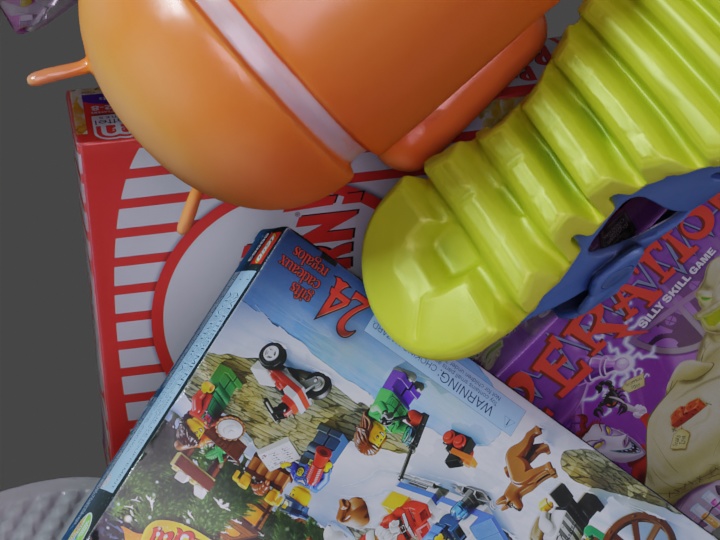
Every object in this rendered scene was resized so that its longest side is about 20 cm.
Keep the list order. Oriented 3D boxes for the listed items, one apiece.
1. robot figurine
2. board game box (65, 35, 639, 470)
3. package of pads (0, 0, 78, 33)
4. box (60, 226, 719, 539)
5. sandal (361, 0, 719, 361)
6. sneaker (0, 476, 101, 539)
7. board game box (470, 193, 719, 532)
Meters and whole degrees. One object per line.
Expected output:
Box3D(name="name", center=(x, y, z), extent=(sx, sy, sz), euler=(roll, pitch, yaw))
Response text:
Box3D(name="robot figurine", center=(-0.007, -0.101, 0.775), extent=(0.200, 0.144, 0.117), euler=(-41, 78, 6))
Box3D(name="board game box", center=(0.000, 0.000, 0.895), extent=(0.199, 0.046, 0.152), euler=(-7, 120, -7))
Box3D(name="package of pads", center=(-0.111, -0.195, 0.848), extent=(0.120, 0.076, 0.201), euler=(-27, 82, -9))
Box3D(name="box", center=(0.013, 0.098, 0.841), extent=(0.200, 0.038, 0.137), euler=(35, 78, -14))
Box3D(name="sandal", center=(0.092, -0.044, 0.806), extent=(0.200, 0.087, 0.080), euler=(-35, 71, 23))
Box3D(name="sneaker", center=(-0.063, 0.121, 0.889), extent=(0.199, 0.080, 0.079), euler=(-1, 57, -19))
Box3D(name="board game box", center=(0.124, 0.026, 0.893), extent=(0.120, 0.032, 0.200), euler=(38, 107, -23))
